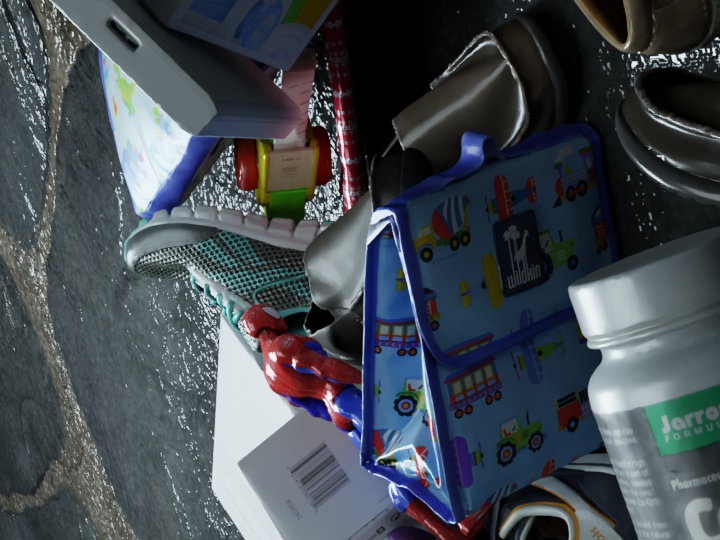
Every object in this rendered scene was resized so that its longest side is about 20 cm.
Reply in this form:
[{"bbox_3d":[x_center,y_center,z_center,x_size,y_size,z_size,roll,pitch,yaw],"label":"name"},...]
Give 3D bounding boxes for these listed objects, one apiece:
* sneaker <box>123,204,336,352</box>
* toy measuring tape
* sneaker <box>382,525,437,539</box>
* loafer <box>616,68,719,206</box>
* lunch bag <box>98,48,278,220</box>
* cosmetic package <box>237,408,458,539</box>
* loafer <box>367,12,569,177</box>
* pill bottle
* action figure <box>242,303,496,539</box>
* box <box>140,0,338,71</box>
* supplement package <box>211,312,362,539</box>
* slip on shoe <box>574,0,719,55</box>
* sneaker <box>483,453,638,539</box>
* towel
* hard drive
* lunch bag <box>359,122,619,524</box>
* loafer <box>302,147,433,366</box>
[{"bbox_3d":[-0.075,0.011,1.219,0.078,0.198,0.092,59,-141,-63],"label":"sneaker"},{"bbox_3d":[-0.051,-0.101,1.199,0.074,0.073,0.201,55,158,26],"label":"toy measuring tape"},{"bbox_3d":[0.089,0.239,1.108,0.089,0.199,0.080,-64,6,4],"label":"sneaker"},{"bbox_3d":[0.199,-0.062,0.795,0.199,0.073,0.072,29,125,45],"label":"loafer"},{"bbox_3d":[-0.116,-0.154,1.224,0.170,0.126,0.202,130,147,-61],"label":"lunch bag"},{"bbox_3d":[0.012,0.179,1.209,0.108,0.085,0.200,52,-179,39],"label":"cosmetic package"},{"bbox_3d":[0.060,-0.079,1.051,0.073,0.071,0.200,62,153,15],"label":"loafer"},{"bbox_3d":[0.181,0.086,0.889,0.113,0.112,0.201,-17,94,64],"label":"pill bottle"},{"bbox_3d":[0.001,0.090,1.094,0.200,0.052,0.066,40,154,13],"label":"action figure"},{"bbox_3d":[-0.044,-0.231,0.997,0.200,0.112,0.101,-53,55,18],"label":"box"},{"bbox_3d":[-0.029,0.118,1.309,0.121,0.119,0.201,51,149,34],"label":"supplement package"},{"bbox_3d":[0.108,-0.187,0.894,0.201,0.060,0.076,59,152,20],"label":"slip on shoe"},{"bbox_3d":[0.111,0.158,1.101,0.079,0.079,0.200,52,156,-8],"label":"sneaker"},{"bbox_3d":[-0.014,-0.121,1.148,0.145,0.022,0.202,-96,-2,-67],"label":"towel"},{"bbox_3d":[-0.107,-0.128,1.023,0.132,0.026,0.200,44,-169,5],"label":"hard drive"},{"bbox_3d":[0.074,0.014,0.997,0.094,0.150,0.201,25,130,49],"label":"lunch bag"},{"bbox_3d":[0.000,0.000,1.067,0.201,0.071,0.073,102,175,-53],"label":"loafer"}]
